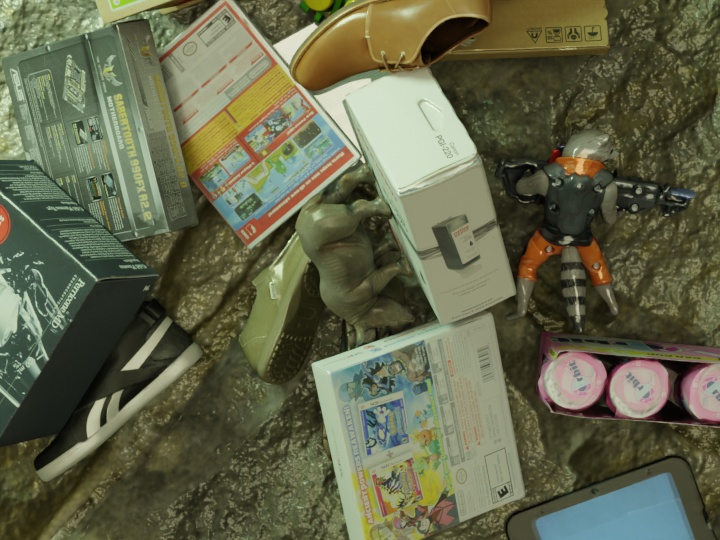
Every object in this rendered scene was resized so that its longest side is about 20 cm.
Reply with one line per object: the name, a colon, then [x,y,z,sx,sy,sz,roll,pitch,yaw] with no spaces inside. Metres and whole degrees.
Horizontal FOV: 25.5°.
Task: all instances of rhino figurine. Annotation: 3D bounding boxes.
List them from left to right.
rhino figurine: [0.000,0.000,1.501,0.087,0.060,0.200,-24,125,-4]

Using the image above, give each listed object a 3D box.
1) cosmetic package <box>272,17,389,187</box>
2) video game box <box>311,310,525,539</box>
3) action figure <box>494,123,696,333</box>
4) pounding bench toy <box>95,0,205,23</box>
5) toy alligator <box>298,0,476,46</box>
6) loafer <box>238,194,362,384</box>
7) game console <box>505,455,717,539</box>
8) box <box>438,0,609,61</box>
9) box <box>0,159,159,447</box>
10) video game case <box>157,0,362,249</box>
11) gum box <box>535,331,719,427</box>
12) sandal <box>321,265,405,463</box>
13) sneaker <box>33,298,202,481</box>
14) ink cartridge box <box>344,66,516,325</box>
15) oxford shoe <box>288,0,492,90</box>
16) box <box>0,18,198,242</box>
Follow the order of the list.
cosmetic package: [-0.042,-0.157,1.550,0.200,0.052,0.151,-28,92,1]
video game box: [0.059,0.157,1.540,0.182,0.047,0.200,-19,107,-25]
action figure: [0.231,-0.044,1.546,0.200,0.105,0.194,1,105,0]
pounding bench toy: [-0.138,-0.320,1.460,0.200,0.156,0.124,-16,97,21]
toy alligator: [0.010,-0.237,1.492,0.200,0.059,0.054,26,127,6]
loafer: [-0.065,0.010,1.549,0.067,0.076,0.200,25,88,34]
game console: [0.268,0.306,1.575,0.200,0.176,0.116,-20,124,1]
box: [0.134,-0.282,1.532,0.200,0.021,0.164,-2,74,0]
box: [-0.323,0.028,1.482,0.182,0.104,0.200,39,108,18]
video game case: [-0.115,-0.141,1.513,0.143,0.017,0.200,-39,92,11]
gum box: [0.268,0.106,1.553,0.200,0.114,0.066,5,95,-2]
sandal: [0.003,0.096,1.579,0.082,0.055,0.200,4,81,-8]
sneaker: [-0.264,0.106,1.564,0.200,0.073,0.112,-41,92,-6]
ink cartridge box: [0.066,-0.069,1.465,0.085,0.146,0.200,-23,140,-4]
oxford shoe: [0.025,-0.204,1.419,0.200,0.071,0.071,-25,62,20]
box: [-0.249,-0.124,1.510,0.158,0.048,0.200,-10,97,34]
